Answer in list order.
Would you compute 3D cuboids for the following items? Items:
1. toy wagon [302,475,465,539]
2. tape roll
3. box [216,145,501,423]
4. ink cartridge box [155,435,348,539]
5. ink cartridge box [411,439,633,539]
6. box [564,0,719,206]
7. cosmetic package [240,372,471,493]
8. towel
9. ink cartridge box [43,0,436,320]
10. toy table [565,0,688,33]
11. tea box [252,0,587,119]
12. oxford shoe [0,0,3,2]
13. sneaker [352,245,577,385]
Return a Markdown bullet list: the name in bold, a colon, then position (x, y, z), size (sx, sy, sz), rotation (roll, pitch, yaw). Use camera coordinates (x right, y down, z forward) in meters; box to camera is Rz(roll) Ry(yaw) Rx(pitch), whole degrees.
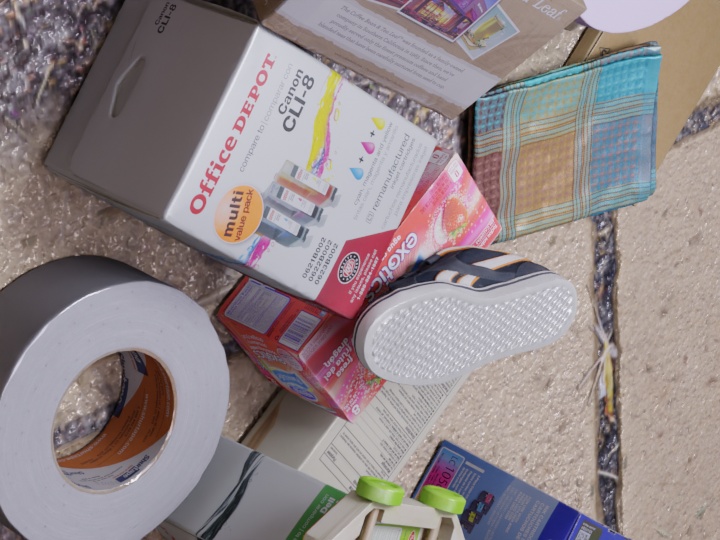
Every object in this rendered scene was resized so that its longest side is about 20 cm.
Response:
- **toy wagon**: position (0.026, 0.224, 1.280), size (0.199, 0.039, 0.156), rotation (15, 93, -49)
- **tape roll**: position (-0.188, 0.094, 1.288), size (0.199, 0.066, 0.202), rotation (-18, 118, -38)
- **box**: position (0.000, 0.000, 1.408), size (0.200, 0.102, 0.095), rotation (-52, 135, -17)
- **ink cartridge box**: position (-0.051, 0.208, 1.371), size (0.083, 0.199, 0.147), rotation (-54, 135, -18)
- **ink cartridge box**: position (0.157, 0.229, 1.579), size (0.136, 0.199, 0.077), rotation (32, 84, -46)
- **box**: position (0.251, -0.180, 1.636), size (0.163, 0.021, 0.201), rotation (42, 76, -44)
- **cosmetic package**: position (0.003, 0.101, 1.472), size (0.200, 0.071, 0.105), rotation (-52, 135, -16)
- **towel**: position (0.174, -0.104, 1.566), size (0.199, 0.022, 0.148), rotation (-17, 121, -29)
- **ink cartridge box**: position (-0.080, -0.080, 1.266), size (0.200, 0.144, 0.146), rotation (28, 86, -45)
- **toy table**: position (0.196, -0.269, 1.480), size (0.199, 0.117, 0.185), rotation (-22, 121, -36)
- **tea box**: position (0.018, -0.239, 1.239), size (0.133, 0.198, 0.199), rotation (-38, 143, 27)
- **oxford shoe**: position (-0.216, -0.223, 1.145), size (0.200, 0.071, 0.073), rotation (-50, 153, -12)
- **sneaker**: position (0.061, 0.031, 1.353), size (0.199, 0.079, 0.079), rotation (-7, 116, -39)
